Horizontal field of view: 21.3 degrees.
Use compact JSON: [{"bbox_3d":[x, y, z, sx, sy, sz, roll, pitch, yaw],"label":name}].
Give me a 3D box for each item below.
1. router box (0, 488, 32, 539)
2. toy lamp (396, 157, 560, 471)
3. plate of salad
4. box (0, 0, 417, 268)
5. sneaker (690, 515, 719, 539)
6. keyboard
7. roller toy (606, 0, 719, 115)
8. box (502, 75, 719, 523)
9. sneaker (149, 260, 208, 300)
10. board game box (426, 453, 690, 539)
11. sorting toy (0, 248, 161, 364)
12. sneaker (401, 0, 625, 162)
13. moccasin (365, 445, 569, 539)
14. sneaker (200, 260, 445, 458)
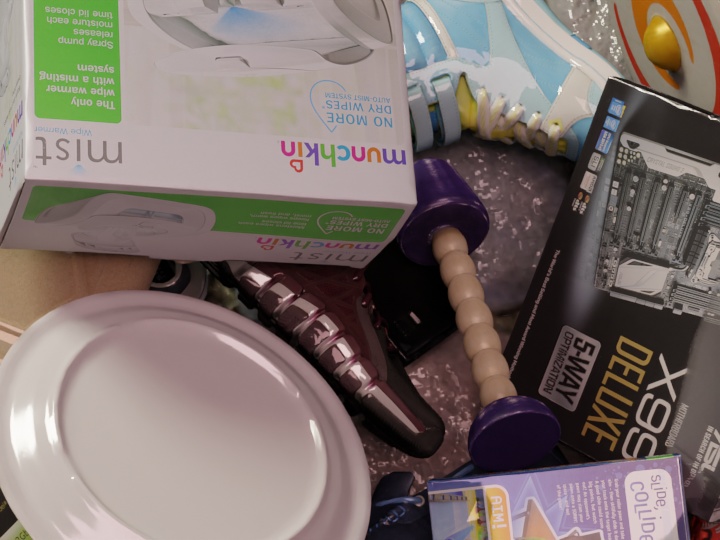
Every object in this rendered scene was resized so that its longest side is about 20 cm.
[{"bbox_3d":[-0.171,0.210,0.976,0.200,0.052,0.157,-45,79,22],"label":"router box"},{"bbox_3d":[0.060,0.017,1.075,0.058,0.058,0.200,-10,48,-8],"label":"toy lamp"},{"bbox_3d":[-0.090,0.094,0.948,0.199,0.048,0.201,16,44,-16],"label":"plate of salad"},{"bbox_3d":[-0.084,-0.100,0.986,0.199,0.097,0.177,4,68,-18],"label":"box"},{"bbox_3d":[0.205,0.126,1.088,0.108,0.067,0.202,35,69,7],"label":"sneaker"},{"bbox_3d":[-0.025,-0.026,1.138,0.104,0.040,0.200,-32,77,-36],"label":"keyboard"},{"bbox_3d":[0.227,-0.156,1.116,0.139,0.183,0.201,-23,76,-11],"label":"roller toy"},{"bbox_3d":[0.174,0.015,1.047,0.157,0.050,0.201,28,103,36],"label":"box"},{"bbox_3d":[-0.155,-0.059,1.108,0.073,0.071,0.200,-39,80,-15],"label":"sneaker"},{"bbox_3d":[0.112,0.202,0.994,0.135,0.034,0.201,-6,86,6],"label":"board game box"},{"bbox_3d":[-0.196,-0.045,1.005,0.199,0.036,0.186,24,68,-10],"label":"sorting toy"},{"bbox_3d":[0.081,-0.090,1.139,0.130,0.080,0.200,-36,69,-17],"label":"sneaker"},{"bbox_3d":[0.028,0.145,1.068,0.199,0.081,0.068,-19,70,-26],"label":"moccasin"},{"bbox_3d":[0.000,0.000,1.055,0.115,0.076,0.200,-44,88,-11],"label":"sneaker"}]
